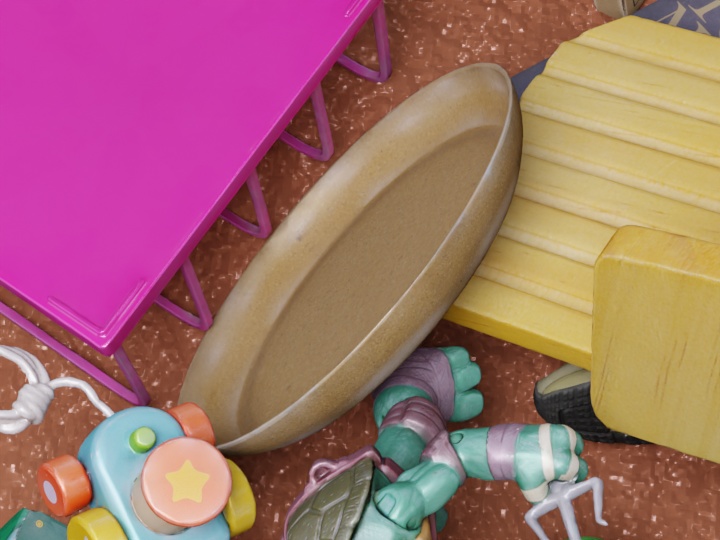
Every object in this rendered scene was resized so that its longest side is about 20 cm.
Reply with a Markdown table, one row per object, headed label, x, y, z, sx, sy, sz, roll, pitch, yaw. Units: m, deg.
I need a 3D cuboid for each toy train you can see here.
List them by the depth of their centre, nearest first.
| label | x | y | z | sx | sy | sz | roll | pitch | yaw |
| --- | --- | --- | --- | --- | --- | --- | --- | --- | --- |
| toy train | -0.107 | 0.120 | 0.805 | 0.150 | 0.056 | 0.201 | 20 | 62 | -18 |

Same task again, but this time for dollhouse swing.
| label | x | y | z | sx | sy | sz | roll | pitch | yaw |
| --- | --- | --- | --- | --- | --- | --- | --- | --- | --- |
| dollhouse swing | 0.121 | -0.060 | 0.865 | 0.175 | 0.182 | 0.200 | 28 | 65 | 21 |

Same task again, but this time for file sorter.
| label | x | y | z | sx | sy | sz | roll | pitch | yaw |
| --- | --- | --- | --- | --- | --- | --- | --- | --- | --- |
| file sorter | -0.093 | -0.062 | 0.962 | 0.139 | 0.125 | 0.200 | 33 | 76 | 15 |

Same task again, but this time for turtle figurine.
| label | x | y | z | sx | sy | sz | roll | pitch | yaw |
| --- | --- | --- | --- | --- | --- | --- | --- | --- | --- |
| turtle figurine | 0.019 | 0.105 | 0.834 | 0.100 | 0.200 | 0.150 | 32 | 105 | -11 |

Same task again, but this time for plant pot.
| label | x | y | z | sx | sy | sz | roll | pitch | yaw |
| --- | --- | --- | --- | --- | --- | --- | --- | --- | --- |
| plant pot | 0.000 | 0.000 | 0.916 | 0.027 | 0.200 | 0.200 | 40 | 77 | -16 |

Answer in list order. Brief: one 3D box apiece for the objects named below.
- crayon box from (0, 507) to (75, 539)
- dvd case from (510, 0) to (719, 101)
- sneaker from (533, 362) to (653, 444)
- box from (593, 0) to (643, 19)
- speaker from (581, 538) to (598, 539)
| label | x | y | z | sx | sy | sz | roll | pitch | yaw |
| --- | --- | --- | --- | --- | --- | --- | --- | --- | --- |
| crayon box | -0.073 | 0.193 | 0.859 | 0.200 | 0.058 | 0.119 | 30 | 59 | -13 |
| dvd case | 0.163 | -0.073 | 0.973 | 0.199 | 0.016 | 0.149 | -28 | 47 | -6 |
| sneaker | 0.156 | 0.006 | 0.960 | 0.199 | 0.077 | 0.089 | -25 | 58 | -10 |
| box | 0.142 | -0.220 | 0.960 | 0.021 | 0.200 | 0.164 | 29 | 75 | 22 |
| speaker | 0.124 | 0.192 | 0.842 | 0.088 | 0.089 | 0.200 | -34 | 47 | -7 |
